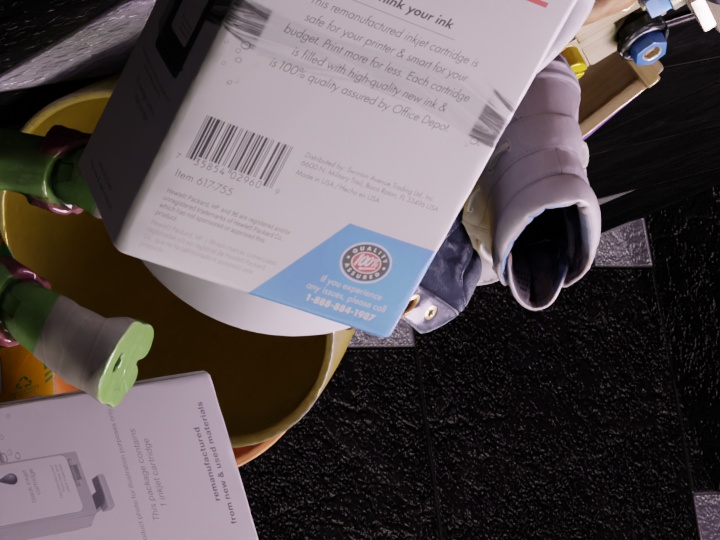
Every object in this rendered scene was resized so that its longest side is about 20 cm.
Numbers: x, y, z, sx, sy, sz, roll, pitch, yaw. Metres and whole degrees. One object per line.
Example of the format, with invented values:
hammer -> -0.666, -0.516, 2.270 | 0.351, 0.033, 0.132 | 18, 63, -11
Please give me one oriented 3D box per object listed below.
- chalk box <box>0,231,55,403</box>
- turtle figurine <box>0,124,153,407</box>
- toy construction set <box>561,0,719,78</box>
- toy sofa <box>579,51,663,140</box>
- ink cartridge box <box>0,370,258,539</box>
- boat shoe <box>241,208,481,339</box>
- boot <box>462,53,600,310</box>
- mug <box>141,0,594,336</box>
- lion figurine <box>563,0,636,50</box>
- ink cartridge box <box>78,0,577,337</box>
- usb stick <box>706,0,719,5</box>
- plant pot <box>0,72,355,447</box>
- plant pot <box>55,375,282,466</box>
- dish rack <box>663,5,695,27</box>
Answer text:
chalk box -> -0.230, 0.012, 1.147 | 0.124, 0.200, 0.124 | -20, 143, -20
turtle figurine -> -0.160, -0.024, 0.985 | 0.201, 0.193, 0.144 | 99, 16, -52
toy construction set -> 0.096, -0.129, 1.276 | 0.199, 0.093, 0.131 | -16, 155, 13
toy sofa -> 0.068, -0.081, 1.404 | 0.200, 0.083, 0.098 | -39, -178, 7
ink cartridge box -> -0.165, 0.115, 1.035 | 0.199, 0.083, 0.146 | -8, 161, -34
boat shoe -> 0.000, 0.000, 1.156 | 0.070, 0.091, 0.200 | -9, -161, 33
boot -> 0.072, -0.020, 1.266 | 0.073, 0.096, 0.200 | -5, 152, -8
mug -> 0.006, -0.086, 1.020 | 0.199, 0.148, 0.176 | -18, 156, -24
lion figurine -> 0.113, -0.162, 1.119 | 0.122, 0.073, 0.200 | -30, 169, 15
ink cartridge box -> -0.001, -0.089, 0.867 | 0.115, 0.068, 0.201 | 18, 113, -27
usb stick -> 0.138, -0.165, 1.045 | 0.055, 0.033, 0.200 | -42, 154, 5
plant pot -> -0.067, -0.030, 1.304 | 0.199, 0.201, 0.142 | -23, -167, 39
plant pot -> -0.119, 0.021, 1.622 | 0.199, 0.201, 0.140 | -20, -169, 6
dish rack -> 0.226, -0.191, 1.354 | 0.152, 0.055, 0.200 | -20, 175, -10
